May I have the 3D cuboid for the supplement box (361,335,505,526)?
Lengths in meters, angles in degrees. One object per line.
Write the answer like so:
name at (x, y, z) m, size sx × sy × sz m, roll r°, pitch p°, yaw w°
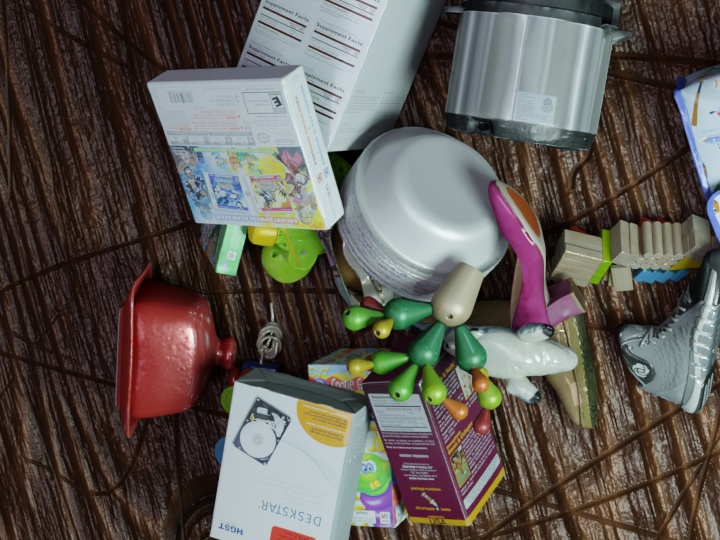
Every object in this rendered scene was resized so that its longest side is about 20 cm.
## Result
supplement box at (0.088, 0.188, 1.466) m, size 0.085 × 0.110 × 0.201 m, roll -5°, pitch 115°, yaw 35°

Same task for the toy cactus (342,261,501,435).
toy cactus at (0.082, 0.071, 1.335) m, size 0.200 × 0.102 × 0.165 m, roll 30°, pitch 82°, yaw 1°

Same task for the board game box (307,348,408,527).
board game box at (0.008, 0.205, 1.539) m, size 0.103 × 0.105 × 0.201 m, roll -2°, pitch 97°, yaw 22°

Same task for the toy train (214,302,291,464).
toy train at (-0.142, 0.148, 1.581) m, size 0.084 × 0.116 × 0.201 m, roll 6°, pitch 100°, yaw 16°

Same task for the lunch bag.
lunch bag at (0.441, -0.129, 1.317) m, size 0.170 × 0.124 × 0.201 m, roll -14°, pitch 102°, yaw 22°

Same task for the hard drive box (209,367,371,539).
hard drive box at (-0.082, 0.235, 1.476) m, size 0.155 × 0.077 × 0.201 m, roll 13°, pitch 103°, yaw 15°

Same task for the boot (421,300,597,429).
boot at (0.176, 0.114, 1.487) m, size 0.199 × 0.066 × 0.176 m, roll -12°, pitch 82°, yaw 22°

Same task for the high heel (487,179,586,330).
high heel at (0.168, -0.007, 1.381) m, size 0.096 × 0.067 × 0.200 m, roll -25°, pitch 113°, yaw 21°

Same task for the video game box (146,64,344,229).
video game box at (-0.128, -0.137, 1.387) m, size 0.199 × 0.047 × 0.183 m, roll 5°, pitch 122°, yaw 35°

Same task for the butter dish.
butter dish at (-0.233, 0.102, 1.598) m, size 0.147 × 0.199 × 0.201 m, roll 4°, pitch 100°, yaw -3°

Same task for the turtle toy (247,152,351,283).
turtle toy at (-0.071, -0.070, 1.526) m, size 0.145 × 0.101 × 0.201 m, roll 8°, pitch 115°, yaw -20°

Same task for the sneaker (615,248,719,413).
sneaker at (0.346, 0.061, 1.392) m, size 0.115 × 0.075 × 0.201 m, roll 16°, pitch 117°, yaw 25°

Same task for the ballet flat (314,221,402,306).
ballet flat at (0.000, 0.000, 1.483) m, size 0.069 × 0.071 × 0.200 m, roll -27°, pitch 122°, yaw -1°

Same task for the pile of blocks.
pile of blocks at (0.316, -0.025, 1.420) m, size 0.199 × 0.082 × 0.062 m, roll -2°, pitch 54°, yaw 12°

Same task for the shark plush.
shark plush at (0.144, 0.094, 1.410) m, size 0.199 × 0.083 × 0.091 m, roll 1°, pitch 102°, yaw 18°

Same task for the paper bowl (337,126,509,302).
paper bowl at (0.081, -0.074, 1.410) m, size 0.201 × 0.200 × 0.104 m, roll 51°, pitch 145°, yaw 8°

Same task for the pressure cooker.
pressure cooker at (0.191, -0.240, 1.362) m, size 0.178 × 0.175 × 0.201 m, roll 17°, pitch 102°, yaw 48°

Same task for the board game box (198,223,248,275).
board game box at (-0.157, -0.109, 1.550) m, size 0.029 × 0.135 × 0.201 m, roll 11°, pitch 105°, yaw -21°

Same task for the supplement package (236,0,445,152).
supplement package at (-0.026, -0.259, 1.439) m, size 0.147 × 0.191 × 0.201 m, roll 27°, pitch 106°, yaw 16°
